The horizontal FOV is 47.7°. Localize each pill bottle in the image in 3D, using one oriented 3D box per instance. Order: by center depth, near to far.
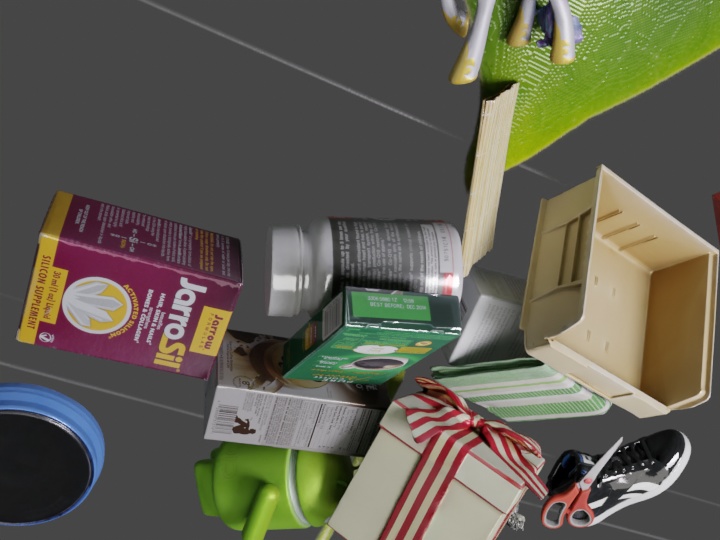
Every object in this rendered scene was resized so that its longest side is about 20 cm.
[{"bbox_3d":[0.000,0.000,0.870,0.199,0.114,0.115,1,120,-11],"label":"pill bottle"}]

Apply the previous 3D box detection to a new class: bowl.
[{"bbox_3d":[-0.410,0.225,0.971,0.199,0.039,0.202,-5,121,-8],"label":"bowl"}]

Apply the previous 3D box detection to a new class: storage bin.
[{"bbox_3d":[0.285,0.030,0.886,0.199,0.200,0.094,29,150,-24],"label":"storage bin"}]

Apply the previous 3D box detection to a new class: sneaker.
[{"bbox_3d":[0.345,0.268,1.110,0.200,0.073,0.112,-41,120,15],"label":"sneaker"}]

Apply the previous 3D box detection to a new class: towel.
[{"bbox_3d":[0.195,0.143,0.966,0.152,0.024,0.200,-11,151,36],"label":"towel"}]

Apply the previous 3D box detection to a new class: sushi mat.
[{"bbox_3d":[0.135,-0.094,0.861,0.012,0.096,0.201,17,122,22],"label":"sushi mat"}]

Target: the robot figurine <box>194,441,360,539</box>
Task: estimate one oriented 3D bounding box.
[{"bbox_3d":[-0.098,0.250,0.979,0.199,0.175,0.117,-8,94,18],"label":"robot figurine"}]

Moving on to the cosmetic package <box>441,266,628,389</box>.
[{"bbox_3d":[0.203,0.072,0.972,0.199,0.071,0.102,14,117,-17],"label":"cosmetic package"}]

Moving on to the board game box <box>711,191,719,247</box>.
[{"bbox_3d":[0.519,-0.030,0.987,0.152,0.040,0.201,-22,121,3],"label":"board game box"}]

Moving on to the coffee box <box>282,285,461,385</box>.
[{"bbox_3d":[0.004,0.071,0.832,0.122,0.044,0.200,5,157,-20],"label":"coffee box"}]

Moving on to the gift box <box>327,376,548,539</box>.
[{"bbox_3d":[0.095,0.240,0.899,0.184,0.200,0.187,31,97,15],"label":"gift box"}]

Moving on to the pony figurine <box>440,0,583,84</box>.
[{"bbox_3d":[0.152,-0.280,0.729,0.192,0.167,0.201,-9,137,4],"label":"pony figurine"}]

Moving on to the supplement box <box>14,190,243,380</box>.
[{"bbox_3d":[-0.236,0.018,0.845,0.199,0.103,0.131,14,116,-18],"label":"supplement box"}]

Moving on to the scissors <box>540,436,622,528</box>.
[{"bbox_3d":[0.288,0.282,1.071,0.073,0.014,0.201,7,131,3],"label":"scissors"}]

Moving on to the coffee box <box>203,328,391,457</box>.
[{"bbox_3d":[-0.075,0.141,0.939,0.199,0.113,0.080,10,118,-16],"label":"coffee box"}]

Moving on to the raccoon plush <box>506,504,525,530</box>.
[{"bbox_3d":[0.149,0.325,1.072,0.096,0.134,0.201,5,119,-14],"label":"raccoon plush"}]
